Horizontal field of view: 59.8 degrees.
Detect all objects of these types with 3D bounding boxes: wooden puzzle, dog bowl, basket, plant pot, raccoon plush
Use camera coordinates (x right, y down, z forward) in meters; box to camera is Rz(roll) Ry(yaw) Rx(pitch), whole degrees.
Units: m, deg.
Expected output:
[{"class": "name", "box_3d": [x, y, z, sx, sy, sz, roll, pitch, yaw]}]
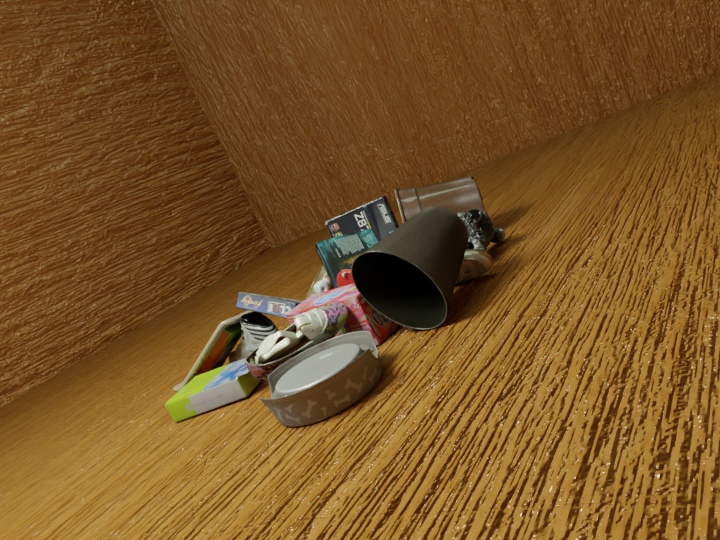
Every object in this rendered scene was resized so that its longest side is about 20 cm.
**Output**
[{"class": "wooden puzzle", "box_3d": [-0.310, 0.175, 1.377, 0.200, 0.037, 0.185, -52, -3, 8]}, {"class": "dog bowl", "box_3d": [-0.057, 0.165, 0.956, 0.200, 0.059, 0.200, -24, 10, 4]}, {"class": "basket", "box_3d": [0.105, -0.019, 1.104, 0.200, 0.180, 0.136, -51, -10, -46]}, {"class": "plant pot", "box_3d": [0.206, -0.136, 1.564, 0.198, 0.201, 0.200, -16, 11, 6]}, {"class": "raccoon plush", "box_3d": [0.262, -0.047, 1.323, 0.199, 0.134, 0.097, 6, -26, -32]}]

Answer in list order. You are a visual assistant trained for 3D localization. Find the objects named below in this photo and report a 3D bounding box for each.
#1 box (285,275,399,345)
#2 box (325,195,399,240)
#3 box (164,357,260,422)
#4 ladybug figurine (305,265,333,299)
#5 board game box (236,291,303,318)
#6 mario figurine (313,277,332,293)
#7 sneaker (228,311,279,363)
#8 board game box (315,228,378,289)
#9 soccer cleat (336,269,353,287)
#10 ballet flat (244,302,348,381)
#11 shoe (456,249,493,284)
[{"class": "box", "box_3d": [-0.032, 0.089, 1.177, 0.200, 0.100, 0.095, -16, 13, 42]}, {"class": "box", "box_3d": [0.027, -0.061, 1.532, 0.161, 0.200, 0.049, -21, 9, 15]}, {"class": "box", "box_3d": [-0.265, 0.220, 1.214, 0.200, 0.048, 0.122, -22, 10, 21]}, {"class": "ladybug figurine", "box_3d": [-0.081, 0.044, 1.530, 0.136, 0.072, 0.200, -64, 5, -10]}, {"class": "board game box", "box_3d": [-0.155, 0.080, 1.342, 0.135, 0.035, 0.200, 9, -3, 22]}, {"class": "mario figurine", "box_3d": [-0.040, 0.045, 1.398, 0.123, 0.106, 0.200, 2, 36, 1]}, {"class": "sneaker", "box_3d": [-0.232, 0.144, 1.341, 0.200, 0.116, 0.076, -16, 13, 44]}, {"class": "board game box", "box_3d": [0.000, 0.000, 1.332, 0.135, 0.200, 0.028, -15, -38, -16]}, {"class": "soccer cleat", "box_3d": [0.045, 0.037, 1.238, 0.200, 0.069, 0.085, 12, 19, 32]}, {"class": "ballet flat", "box_3d": [-0.112, 0.115, 1.067, 0.200, 0.071, 0.069, -36, 51, 3]}, {"class": "shoe", "box_3d": [0.169, 0.010, 1.227, 0.200, 0.070, 0.053, -16, 41, 39]}]
